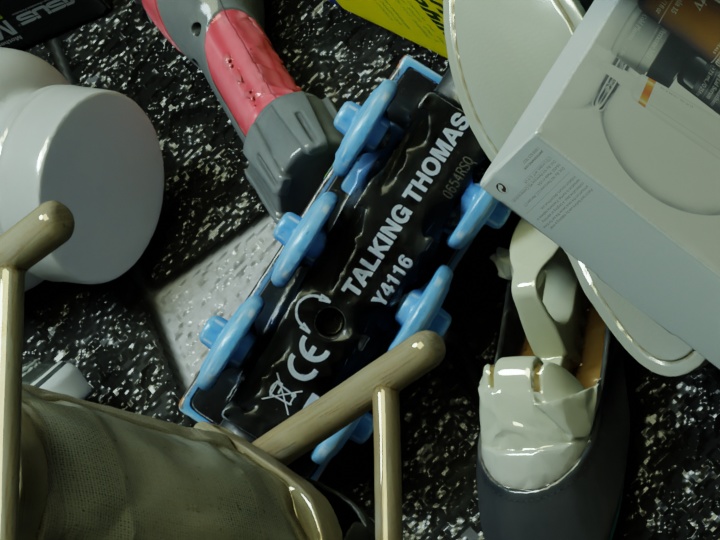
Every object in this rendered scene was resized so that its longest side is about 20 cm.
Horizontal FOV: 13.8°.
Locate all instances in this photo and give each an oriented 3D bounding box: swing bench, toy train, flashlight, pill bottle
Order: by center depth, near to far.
[{"bbox_3d":[-0.105,0.079,1.051,0.199,0.198,0.131,-15,67,41],"label":"swing bench"},{"bbox_3d":[0.000,0.000,1.270,0.086,0.114,0.201,32,93,-1],"label":"toy train"},{"bbox_3d":[-0.053,-0.100,1.395,0.068,0.067,0.200,-55,40,21],"label":"flashlight"},{"bbox_3d":[-0.197,-0.050,1.425,0.199,0.120,0.120,7,65,36],"label":"pill bottle"}]

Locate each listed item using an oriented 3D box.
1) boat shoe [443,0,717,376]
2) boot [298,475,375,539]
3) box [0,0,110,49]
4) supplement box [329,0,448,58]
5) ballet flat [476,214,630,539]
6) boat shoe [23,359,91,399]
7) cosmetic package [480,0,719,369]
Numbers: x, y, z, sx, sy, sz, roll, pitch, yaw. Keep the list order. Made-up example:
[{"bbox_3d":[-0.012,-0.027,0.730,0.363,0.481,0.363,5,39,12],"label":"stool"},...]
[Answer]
[{"bbox_3d":[0.103,-0.051,1.194,0.075,0.062,0.201,-47,68,37],"label":"boat shoe"},{"bbox_3d":[-0.038,0.109,1.202,0.199,0.138,0.078,11,67,38],"label":"boot"},{"bbox_3d":[-0.227,-0.174,1.577,0.199,0.044,0.161,-21,51,20],"label":"box"},{"bbox_3d":[0.054,-0.163,1.343,0.200,0.110,0.109,30,79,42],"label":"supplement box"},{"bbox_3d":[0.077,0.036,1.225,0.073,0.073,0.201,-5,59,30],"label":"ballet flat"},{"bbox_3d":[-0.219,0.075,1.379,0.198,0.068,0.074,-25,7,26],"label":"boat shoe"},{"bbox_3d":[0.156,-0.064,1.153,0.200,0.151,0.052,-57,9,-35],"label":"cosmetic package"}]
